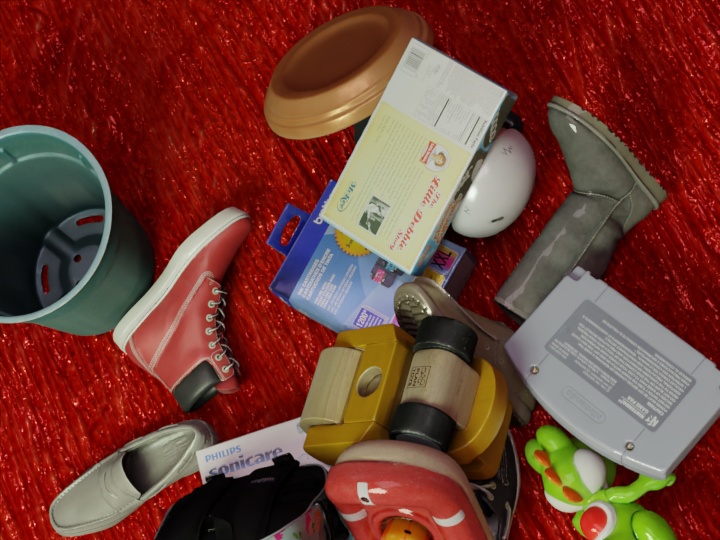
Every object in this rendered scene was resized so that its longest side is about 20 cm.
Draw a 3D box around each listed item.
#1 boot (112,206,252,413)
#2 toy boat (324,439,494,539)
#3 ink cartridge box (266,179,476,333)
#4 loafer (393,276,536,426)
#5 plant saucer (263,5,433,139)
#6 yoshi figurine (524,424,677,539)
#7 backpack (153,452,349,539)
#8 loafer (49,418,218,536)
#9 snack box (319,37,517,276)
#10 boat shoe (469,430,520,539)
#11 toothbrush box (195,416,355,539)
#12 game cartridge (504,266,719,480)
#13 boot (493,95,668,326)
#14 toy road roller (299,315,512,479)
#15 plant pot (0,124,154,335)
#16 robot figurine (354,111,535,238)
[{"bbox_3d":[-0.150,0.045,1.556,0.144,0.072,0.201,40,96,18],"label":"boot"},{"bbox_3d":[0.037,0.248,1.325,0.129,0.201,0.131,-3,43,28],"label":"toy boat"},{"bbox_3d":[0.000,0.000,1.529,0.199,0.076,0.137,27,84,19],"label":"ink cartridge box"},{"bbox_3d":[0.108,0.071,1.453,0.075,0.200,0.069,-2,46,53],"label":"loafer"},{"bbox_3d":[-0.019,-0.216,1.545,0.198,0.038,0.201,-23,33,16],"label":"plant saucer"},{"bbox_3d":[0.243,0.225,1.400,0.112,0.112,0.200,-36,65,-10],"label":"yoshi figurine"},{"bbox_3d":[-0.104,0.267,1.333,0.176,0.200,0.152,-15,93,9],"label":"backpack"},{"bbox_3d":[-0.242,0.213,1.533,0.199,0.070,0.070,-32,72,4],"label":"loafer"},{"bbox_3d":[0.055,-0.110,1.436,0.116,0.037,0.201,33,101,22],"label":"snack box"},{"bbox_3d":[0.112,0.237,1.438,0.073,0.060,0.203,7,86,14],"label":"boat shoe"},{"bbox_3d":[-0.066,0.259,1.473,0.145,0.085,0.202,-19,73,9],"label":"toothbrush box"},{"bbox_3d":[0.239,0.100,1.390,0.133,0.041,0.200,-44,63,-13],"label":"game cartridge"},{"bbox_3d":[0.197,-0.046,1.466,0.182,0.073,0.200,42,90,-20],"label":"boot"},{"bbox_3d":[0.054,0.136,1.404,0.199,0.146,0.124,-9,54,43],"label":"toy road roller"},{"bbox_3d":[-0.317,-0.023,1.542,0.198,0.196,0.203,-3,75,12],"label":"plant pot"},{"bbox_3d":[0.085,-0.117,1.512,0.199,0.125,0.151,33,101,21],"label":"robot figurine"}]
